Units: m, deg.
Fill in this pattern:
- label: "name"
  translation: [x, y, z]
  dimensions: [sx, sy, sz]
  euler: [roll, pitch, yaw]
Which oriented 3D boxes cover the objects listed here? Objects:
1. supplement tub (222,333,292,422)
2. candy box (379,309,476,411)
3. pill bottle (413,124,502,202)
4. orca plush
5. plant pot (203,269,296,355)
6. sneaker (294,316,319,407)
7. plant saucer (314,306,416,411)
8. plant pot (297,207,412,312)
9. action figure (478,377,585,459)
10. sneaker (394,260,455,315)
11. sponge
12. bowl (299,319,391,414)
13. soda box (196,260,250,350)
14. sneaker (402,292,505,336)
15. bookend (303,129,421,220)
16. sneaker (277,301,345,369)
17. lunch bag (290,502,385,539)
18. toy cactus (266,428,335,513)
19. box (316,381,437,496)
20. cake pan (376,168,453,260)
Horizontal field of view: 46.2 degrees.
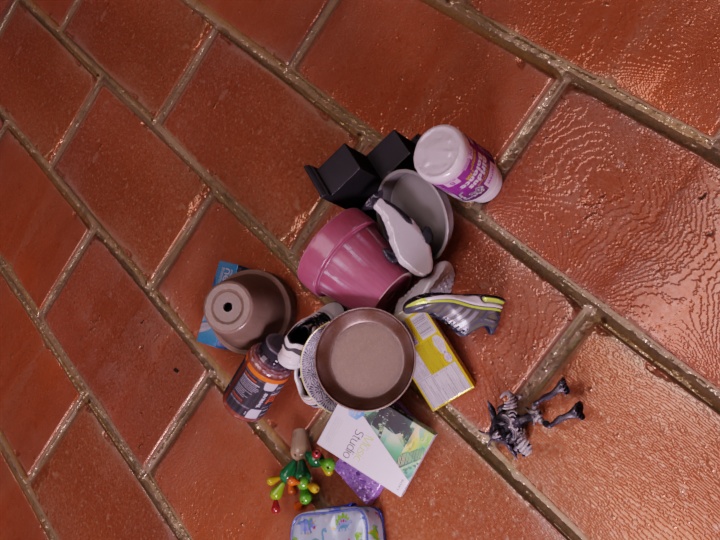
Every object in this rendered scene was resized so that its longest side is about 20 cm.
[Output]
- label: "supplement tub"
  translation: [-0.216, 0.231, 1.842]
  dimensions: [0.107, 0.107, 0.200]
  euler: [54, 126, 32]
- label: "candy box"
  translation: [0.131, 0.164, 1.646]
  dimensions: [0.102, 0.026, 0.201]
  euler: [-34, 85, 24]
- label: "pill bottle"
  translation: [0.196, -0.198, 1.633]
  dimensions: [0.112, 0.200, 0.113]
  euler: [-9, 73, 33]
- label: "orca plush"
  translation: [0.078, -0.062, 1.697]
  dimensions: [0.200, 0.071, 0.105]
  euler: [41, 80, 13]
- label: "plant pot"
  translation: [-0.259, 0.089, 1.861]
  dimensions: [0.199, 0.175, 0.201]
  euler: [-1, 83, 12]
- label: "sneaker"
  translation: [-0.101, 0.190, 1.809]
  dimensions: [0.078, 0.079, 0.201]
  euler: [-10, 73, 12]
- label: "plant saucer"
  translation: [0.010, 0.173, 1.637]
  dimensions: [0.199, 0.037, 0.202]
  euler: [-2, 80, 9]
- label: "plant pot"
  translation: [0.000, 0.000, 1.738]
  dimensions: [0.179, 0.200, 0.200]
  euler: [39, 101, 19]
- label: "action figure"
  translation: [0.291, 0.266, 1.510]
  dimensions: [0.200, 0.102, 0.119]
  euler: [-32, 73, 23]
- label: "sneaker"
  translation: [0.117, 0.063, 1.703]
  dimensions: [0.080, 0.076, 0.201]
  euler: [36, 99, 41]
- label: "sponge"
  translation: [0.038, 0.358, 1.706]
  dimensions: [0.112, 0.030, 0.200]
  euler: [41, 101, 34]
- label: "bowl"
  translation: [-0.015, 0.192, 1.730]
  dimensions: [0.200, 0.094, 0.202]
  euler: [1, 94, 15]
- label: "soda box"
  translation: [-0.320, 0.083, 2.008]
  dimensions: [0.068, 0.064, 0.201]
  euler: [13, 85, 36]
- label: "sneaker"
  translation: [0.178, 0.084, 1.602]
  dimensions: [0.199, 0.074, 0.081]
  euler: [3, 90, -8]
- label: "bookend"
  translation: [0.024, -0.219, 1.761]
  dimensions: [0.199, 0.200, 0.092]
  euler: [-42, 58, 20]
- label: "sneaker"
  translation: [-0.093, 0.124, 1.772]
  dimensions: [0.074, 0.200, 0.080]
  euler: [31, 138, 17]
- label: "lunch bag"
  translation: [-0.042, 0.550, 1.680]
  dimensions: [0.199, 0.082, 0.162]
  euler: [-17, 70, 31]
- label: "toy cactus"
  translation: [-0.132, 0.413, 1.775]
  dimensions: [0.200, 0.102, 0.166]
  euler: [-47, 38, 40]
- label: "box"
  translation: [0.031, 0.328, 1.655]
  dimensions: [0.199, 0.036, 0.145]
  euler: [29, 98, 12]
- label: "cake pan"
  translation: [0.113, -0.111, 1.718]
  dimensions: [0.200, 0.037, 0.201]
  euler: [23, 123, 41]
